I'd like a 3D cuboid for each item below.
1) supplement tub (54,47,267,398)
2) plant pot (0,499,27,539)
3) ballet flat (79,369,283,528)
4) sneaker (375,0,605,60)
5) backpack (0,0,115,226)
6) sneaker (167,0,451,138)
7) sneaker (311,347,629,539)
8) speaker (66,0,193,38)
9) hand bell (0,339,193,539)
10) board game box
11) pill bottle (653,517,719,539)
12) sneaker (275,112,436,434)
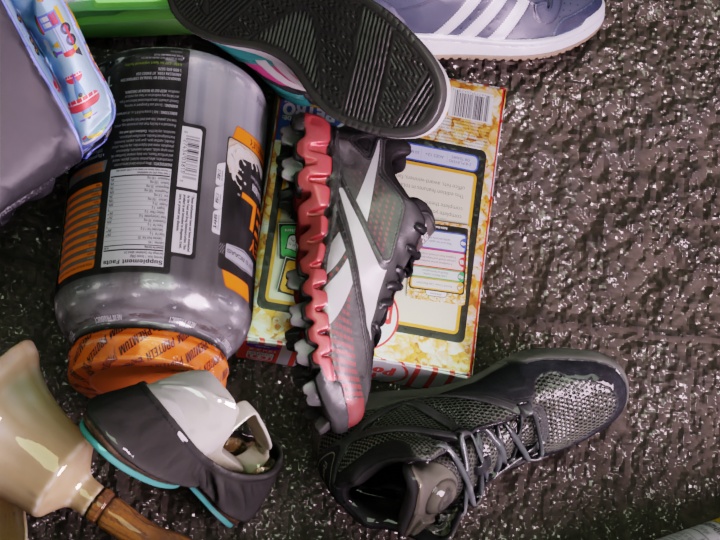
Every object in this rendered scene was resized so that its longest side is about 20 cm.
[{"bbox_3d":[-0.122,-0.024,1.279,0.121,0.123,0.202,6,68,-7],"label":"supplement tub"},{"bbox_3d":[-0.299,0.164,1.249,0.198,0.028,0.202,3,72,-8],"label":"plant pot"},{"bbox_3d":[-0.097,0.095,1.214,0.068,0.200,0.068,-45,66,1],"label":"ballet flat"},{"bbox_3d":[0.075,-0.199,1.362,0.198,0.109,0.070,-6,37,-18],"label":"sneaker"},{"bbox_3d":[-0.258,-0.125,1.253,0.134,0.200,0.184,-34,111,-20],"label":"backpack"},{"bbox_3d":[-0.013,-0.131,1.278,0.199,0.121,0.084,31,99,25],"label":"sneaker"},{"bbox_3d":[0.073,0.110,1.262,0.197,0.114,0.077,-11,119,-3],"label":"sneaker"},{"bbox_3d":[-0.135,-0.193,1.356,0.198,0.089,0.089,-3,73,-10],"label":"speaker"},{"bbox_3d":[-0.144,0.140,1.209,0.199,0.104,0.104,36,71,5],"label":"hand bell"},{"bbox_3d":[0.008,-0.032,1.346,0.150,0.046,0.202,10,71,-5],"label":"board game box"},{"bbox_3d":[0.202,0.216,1.261,0.198,0.114,0.115,-16,75,-13],"label":"pill bottle"},{"bbox_3d":[0.000,0.000,1.272,0.097,0.071,0.202,0,72,-6],"label":"sneaker"}]
